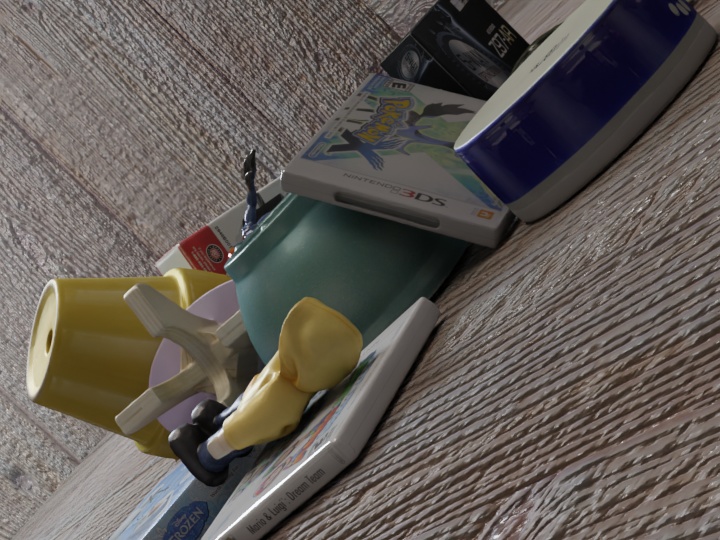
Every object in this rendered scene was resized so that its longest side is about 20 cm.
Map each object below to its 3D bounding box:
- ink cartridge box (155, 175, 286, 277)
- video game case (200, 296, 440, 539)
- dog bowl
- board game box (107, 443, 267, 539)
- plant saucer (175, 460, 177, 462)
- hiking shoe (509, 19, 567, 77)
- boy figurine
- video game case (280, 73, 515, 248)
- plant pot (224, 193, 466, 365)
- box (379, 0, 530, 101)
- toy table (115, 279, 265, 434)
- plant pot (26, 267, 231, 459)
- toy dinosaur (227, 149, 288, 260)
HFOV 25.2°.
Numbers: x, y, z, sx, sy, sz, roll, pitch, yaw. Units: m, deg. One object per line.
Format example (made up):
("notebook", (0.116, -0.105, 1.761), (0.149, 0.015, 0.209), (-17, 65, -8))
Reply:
("ink cartridge box", (-0.112, -0.010, 1.870), (0.200, 0.144, 0.084), (-36, 1, -33))
("video game case", (-0.033, 0.120, 1.137), (0.182, 0.024, 0.200), (-43, 7, 33))
("dog bowl", (0.164, -0.133, 1.194), (0.200, 0.079, 0.200), (-45, 5, 5))
("board game box", (-0.161, 0.212, 1.334), (0.199, 0.043, 0.200), (-48, 5, -33))
("plant saucer", (-0.146, 0.141, 1.816), (0.200, 0.032, 0.200), (-45, 5, 5))
("hiking shoe", (0.202, -0.198, 1.392), (0.200, 0.076, 0.101), (-46, 2, -8))
("boy figurine", (-0.069, 0.091, 1.184), (0.124, 0.064, 0.200), (-47, 1, -44))
("video game case", (0.056, -0.096, 1.318), (0.200, 0.182, 0.022), (-53, -26, -53))
("plant pot", (-0.028, -0.001, 1.350), (0.200, 0.134, 0.200), (-46, 6, 6))
("box", (0.113, -0.180, 1.500), (0.044, 0.160, 0.200), (-43, 6, 30))
("toy table", (-0.138, 0.087, 1.502), (0.200, 0.184, 0.117), (-53, -14, 16))
("plant pot", (-0.239, 0.088, 1.669), (0.201, 0.189, 0.201), (-169, 90, -68))
("toy dinosaur", (-0.077, -0.018, 1.584), (0.181, 0.105, 0.200), (-41, -29, -50))
